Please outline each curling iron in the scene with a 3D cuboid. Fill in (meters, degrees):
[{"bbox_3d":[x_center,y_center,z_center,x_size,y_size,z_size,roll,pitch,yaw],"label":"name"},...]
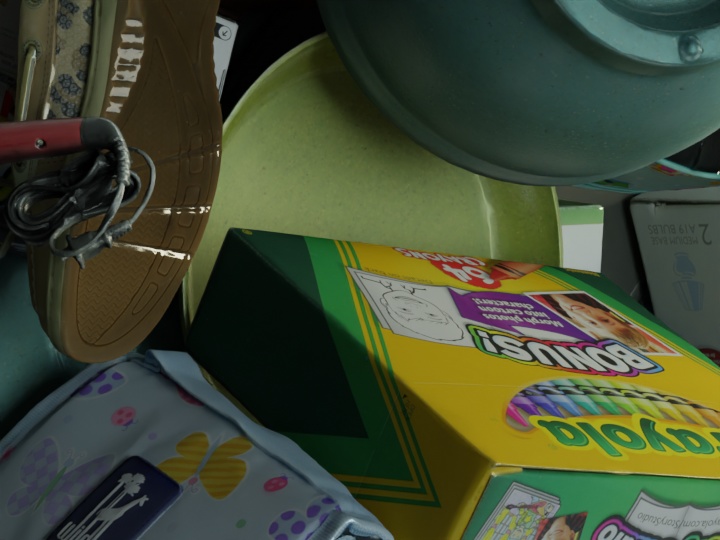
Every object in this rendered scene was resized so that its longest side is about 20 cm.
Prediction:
[{"bbox_3d":[-0.169,-0.028,1.010,0.026,0.200,0.050,59,33,-76],"label":"curling iron"}]

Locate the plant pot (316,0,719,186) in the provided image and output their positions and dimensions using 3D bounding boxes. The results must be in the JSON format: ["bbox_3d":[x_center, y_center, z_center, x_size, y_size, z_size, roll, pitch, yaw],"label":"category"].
[{"bbox_3d":[0.093,-0.131,1.109,0.200,0.134,0.200,-1,92,-17],"label":"plant pot"}]

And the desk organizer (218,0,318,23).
[{"bbox_3d":[-0.090,-0.156,1.133,0.200,0.077,0.072,16,81,-41],"label":"desk organizer"}]

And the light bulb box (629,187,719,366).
[{"bbox_3d":[0.269,-0.009,1.379,0.200,0.198,0.125,-25,106,-39],"label":"light bulb box"}]

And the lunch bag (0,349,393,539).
[{"bbox_3d":[-0.079,0.142,1.066,0.127,0.170,0.200,12,105,-41],"label":"lunch bag"}]

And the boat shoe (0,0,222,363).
[{"bbox_3d":[-0.091,-0.068,1.058,0.073,0.063,0.200,3,98,-54],"label":"boat shoe"}]

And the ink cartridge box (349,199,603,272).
[{"bbox_3d":[0.039,0.070,1.280,0.146,0.048,0.200,-3,98,-41],"label":"ink cartridge box"}]

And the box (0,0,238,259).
[{"bbox_3d":[-0.148,-0.072,1.082,0.200,0.035,0.110,21,73,-28],"label":"box"}]

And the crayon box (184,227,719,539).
[{"bbox_3d":[0.063,0.054,1.113,0.200,0.173,0.058,6,113,-41],"label":"crayon box"}]

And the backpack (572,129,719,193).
[{"bbox_3d":[0.124,-0.130,1.273,0.176,0.153,0.200,-2,83,-41],"label":"backpack"}]

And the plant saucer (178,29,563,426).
[{"bbox_3d":[0.000,0.000,1.192,0.200,0.031,0.200,-3,94,-40],"label":"plant saucer"}]

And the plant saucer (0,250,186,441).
[{"bbox_3d":[-0.111,0.026,1.151,0.200,0.036,0.200,-2,93,-41],"label":"plant saucer"}]
